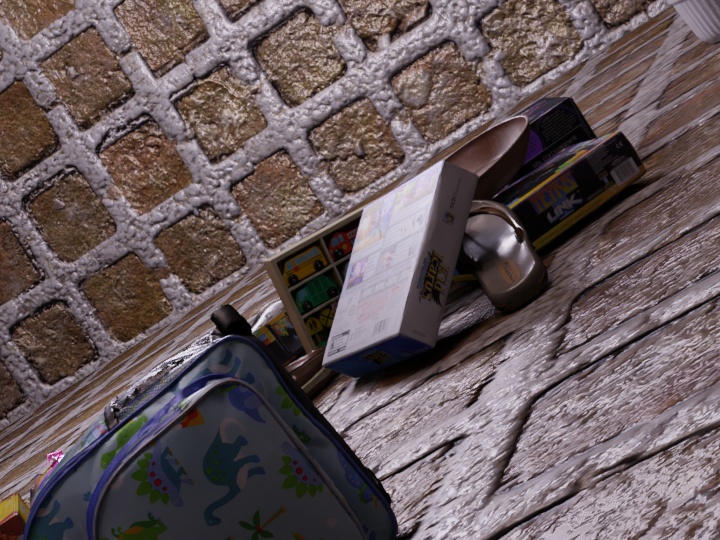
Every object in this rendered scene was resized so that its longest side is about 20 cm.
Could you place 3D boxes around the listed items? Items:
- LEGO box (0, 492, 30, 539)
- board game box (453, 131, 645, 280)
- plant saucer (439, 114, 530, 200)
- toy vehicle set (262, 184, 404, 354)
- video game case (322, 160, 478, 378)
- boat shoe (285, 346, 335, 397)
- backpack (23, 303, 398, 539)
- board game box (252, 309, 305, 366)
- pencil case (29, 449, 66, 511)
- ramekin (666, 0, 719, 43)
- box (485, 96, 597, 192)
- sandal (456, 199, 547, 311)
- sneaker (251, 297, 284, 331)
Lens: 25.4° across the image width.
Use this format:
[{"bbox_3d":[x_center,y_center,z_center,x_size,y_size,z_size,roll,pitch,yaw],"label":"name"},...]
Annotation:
[{"bbox_3d":[-0.422,0.330,1.778,0.149,0.077,0.200,-36,6,-10],"label":"LEGO box"},{"bbox_3d":[0.189,-0.067,1.725,0.200,0.057,0.165,-35,7,-12],"label":"board game box"},{"bbox_3d":[0.114,-0.095,1.762,0.200,0.037,0.200,-38,11,9],"label":"plant saucer"},{"bbox_3d":[0.000,0.000,1.831,0.200,0.125,0.026,-30,9,-22],"label":"toy vehicle set"},{"bbox_3d":[0.038,0.003,1.597,0.200,0.045,0.182,-27,45,64],"label":"video game case"},{"bbox_3d":[-0.113,0.132,1.727,0.202,0.075,0.075,-37,7,-28],"label":"boat shoe"},{"bbox_3d":[-0.100,0.154,0.973,0.200,0.183,0.147,-39,5,-1],"label":"backpack"},{"bbox_3d":[-0.075,0.076,1.936,0.165,0.057,0.200,-34,-3,-15],"label":"board game box"},{"bbox_3d":[-0.341,0.262,1.854,0.088,0.089,0.200,-35,8,-10],"label":"pencil case"},{"bbox_3d":[0.566,-0.427,2.404,0.200,0.105,0.200,-33,5,3],"label":"ramekin"},{"bbox_3d":[0.217,-0.135,1.932,0.122,0.106,0.200,-34,6,2],"label":"box"},{"bbox_3d":[0.120,-0.025,1.553,0.082,0.055,0.200,-38,28,8],"label":"sandal"},{"bbox_3d":[-0.130,0.110,2.099,0.200,0.075,0.079,-41,21,-10],"label":"sneaker"}]
